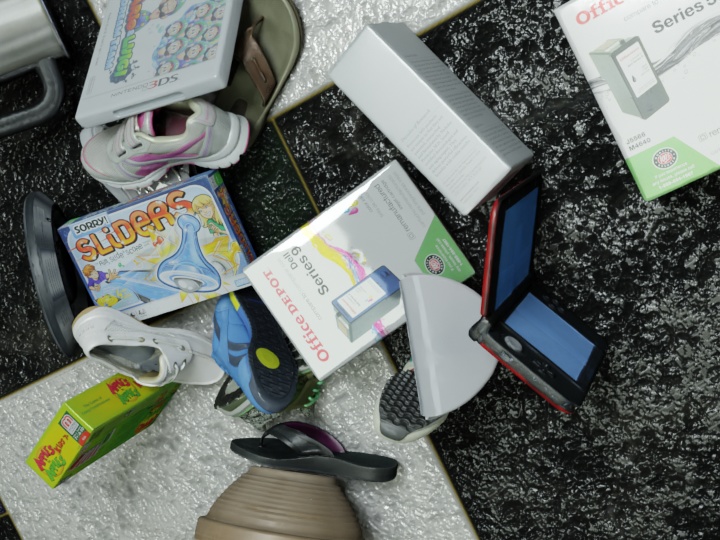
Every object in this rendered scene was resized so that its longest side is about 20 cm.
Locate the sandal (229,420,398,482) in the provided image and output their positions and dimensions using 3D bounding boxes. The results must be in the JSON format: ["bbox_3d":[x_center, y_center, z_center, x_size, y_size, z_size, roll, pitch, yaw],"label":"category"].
[{"bbox_3d":[-0.053,0.205,1.186,0.200,0.075,0.048,6,95,12],"label":"sandal"}]

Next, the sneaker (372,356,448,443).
[{"bbox_3d":[0.058,0.143,1.054,0.070,0.200,0.094,22,117,9],"label":"sneaker"}]

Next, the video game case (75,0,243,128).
[{"bbox_3d":[-0.210,-0.254,1.089,0.182,0.024,0.200,-11,55,24],"label":"video game case"}]

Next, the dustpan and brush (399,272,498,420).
[{"bbox_3d":[0.111,0.066,1.012,0.057,0.200,0.140,-14,84,54],"label":"dustpan and brush"}]

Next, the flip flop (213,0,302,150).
[{"bbox_3d":[-0.125,-0.217,1.113,0.081,0.058,0.200,31,113,12],"label":"flip flop"}]

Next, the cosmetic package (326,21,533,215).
[{"bbox_3d":[0.072,-0.156,1.024,0.200,0.101,0.071,47,116,6],"label":"cosmetic package"}]

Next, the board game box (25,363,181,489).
[{"bbox_3d":[-0.294,0.170,1.200,0.048,0.200,0.102,42,114,8],"label":"board game box"}]

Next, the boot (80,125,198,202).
[{"bbox_3d":[-0.234,-0.106,1.186,0.096,0.074,0.200,-34,97,20],"label":"boot"}]

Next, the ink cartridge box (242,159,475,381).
[{"bbox_3d":[0.000,0.000,1.068,0.200,0.088,0.145,-34,89,7],"label":"ink cartridge box"}]

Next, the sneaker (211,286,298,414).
[{"bbox_3d":[-0.126,0.100,1.141,0.078,0.066,0.200,-51,37,22],"label":"sneaker"}]

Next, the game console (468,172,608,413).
[{"bbox_3d":[0.184,0.015,0.966,0.172,0.200,0.119,39,114,9],"label":"game console"}]

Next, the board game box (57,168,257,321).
[{"bbox_3d":[-0.227,-0.022,1.156,0.200,0.034,0.136,-18,107,18],"label":"board game box"}]

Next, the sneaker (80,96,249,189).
[{"bbox_3d":[-0.225,-0.149,1.099,0.200,0.088,0.081,-12,63,20],"label":"sneaker"}]

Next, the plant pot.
[{"bbox_3d":[-0.084,0.276,1.163,0.201,0.201,0.093,4,77,21],"label":"plant pot"}]

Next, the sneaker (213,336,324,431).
[{"bbox_3d":[-0.072,0.129,1.187,0.200,0.077,0.089,-28,123,24],"label":"sneaker"}]

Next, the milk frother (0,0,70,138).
[{"bbox_3d":[-0.448,-0.257,1.205,0.188,0.200,0.181,-23,122,-9],"label":"milk frother"}]

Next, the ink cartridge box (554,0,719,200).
[{"bbox_3d":[0.290,-0.187,0.936,0.145,0.084,0.200,-26,92,26],"label":"ink cartridge box"}]

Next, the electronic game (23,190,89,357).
[{"bbox_3d":[-0.359,0.005,1.199,0.042,0.200,0.200,-13,99,-7],"label":"electronic game"}]

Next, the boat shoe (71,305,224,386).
[{"bbox_3d":[-0.237,0.105,1.172,0.071,0.200,0.069,-52,40,22],"label":"boat shoe"}]
